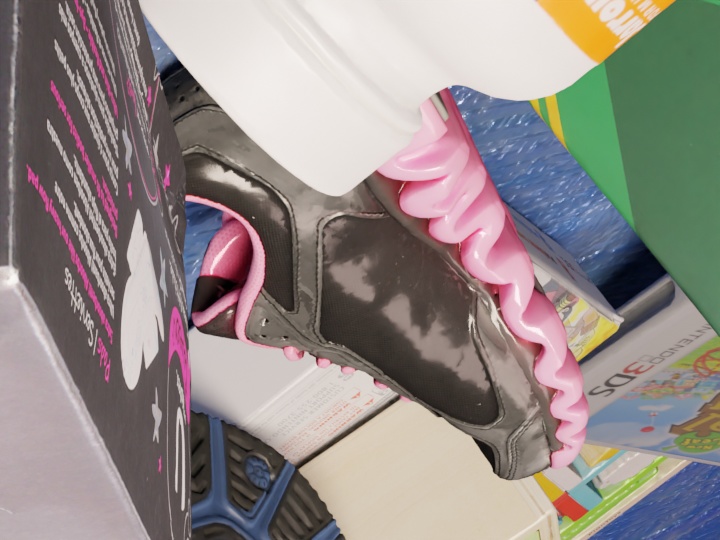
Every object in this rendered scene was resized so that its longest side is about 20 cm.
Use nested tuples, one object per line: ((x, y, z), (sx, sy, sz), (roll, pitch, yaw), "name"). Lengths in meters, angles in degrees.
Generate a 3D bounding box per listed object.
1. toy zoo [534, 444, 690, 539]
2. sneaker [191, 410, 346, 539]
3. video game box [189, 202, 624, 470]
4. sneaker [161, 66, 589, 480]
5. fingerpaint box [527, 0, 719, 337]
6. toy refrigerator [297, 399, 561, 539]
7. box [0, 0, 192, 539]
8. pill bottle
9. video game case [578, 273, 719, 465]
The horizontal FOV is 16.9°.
((0.095, 0.100, 1.167), (0.131, 0.021, 0.200), (-37, 159, 5), "toy zoo")
((-0.087, 0.085, 0.744), (0.199, 0.076, 0.077), (22, 139, -30), "sneaker")
((-0.015, 0.049, 0.858), (0.200, 0.047, 0.182), (-39, 157, 8), "video game box")
((0.000, 0.000, 0.697), (0.095, 0.079, 0.200), (-28, 132, 4), "sneaker")
((0.112, -0.049, 0.674), (0.073, 0.167, 0.200), (-44, 158, 17), "fingerpaint box")
((0.031, 0.110, 0.901), (0.076, 0.070, 0.200), (-33, 160, -6), "toy refrigerator")
((-0.106, -0.006, 0.446), (0.131, 0.115, 0.200), (-4, 156, 2), "box")
((0.044, -0.111, 0.513), (0.200, 0.113, 0.113), (-40, 159, 11), "pill bottle")
((0.186, 0.042, 1.005), (0.199, 0.022, 0.182), (11, 152, -26), "video game case")
